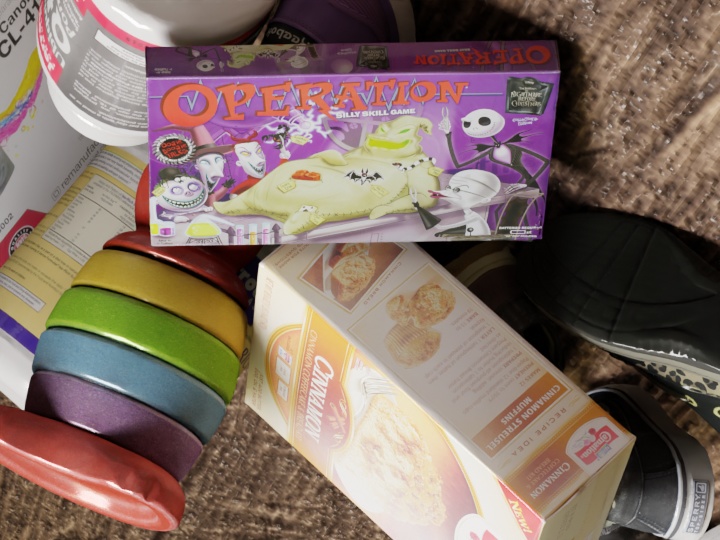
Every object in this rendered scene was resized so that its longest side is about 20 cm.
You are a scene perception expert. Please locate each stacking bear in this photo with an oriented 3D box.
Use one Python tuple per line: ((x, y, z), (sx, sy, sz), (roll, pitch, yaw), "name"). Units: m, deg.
((-0.107, 0.024, 1.548), (0.121, 0.200, 0.114), (20, 166, 15), "stacking bear")

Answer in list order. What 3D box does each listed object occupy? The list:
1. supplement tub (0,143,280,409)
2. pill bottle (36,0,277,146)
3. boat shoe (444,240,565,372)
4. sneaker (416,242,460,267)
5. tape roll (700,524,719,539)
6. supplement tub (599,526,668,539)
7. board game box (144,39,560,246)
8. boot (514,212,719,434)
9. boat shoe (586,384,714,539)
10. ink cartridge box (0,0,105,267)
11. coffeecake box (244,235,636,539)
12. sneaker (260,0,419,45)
((-0.118, 0.008, 1.675), (0.145, 0.200, 0.145), (39, 172, 7), "supplement tub")
((-0.108, -0.135, 1.529), (0.111, 0.111, 0.200), (37, 157, -1), "pill bottle")
((0.079, 0.060, 1.623), (0.066, 0.072, 0.201), (55, 169, 31), "boat shoe")
((0.000, 0.000, 1.632), (0.200, 0.085, 0.073), (46, -163, -34), "sneaker")
((0.251, 0.246, 1.637), (0.203, 0.203, 0.139), (11, 147, 46), "tape roll")
((0.143, 0.225, 1.777), (0.122, 0.122, 0.200), (-6, 102, 59), "supplement tub")
((-0.005, -0.062, 1.456), (0.200, 0.032, 0.120), (-1, 133, -3), "board game box")
((0.182, 0.056, 1.538), (0.203, 0.074, 0.154), (22, 157, 34), "boot")
((0.132, 0.105, 1.629), (0.068, 0.072, 0.200), (6, -170, -13), "boat shoe")
((-0.235, -0.096, 1.742), (0.086, 0.148, 0.200), (19, 153, 35), "ink cartridge box")
((0.037, 0.077, 1.540), (0.200, 0.073, 0.154), (42, 154, 18), "coffeecake box")
((-0.008, -0.078, 1.525), (0.076, 0.088, 0.200), (21, 154, 32), "sneaker")
